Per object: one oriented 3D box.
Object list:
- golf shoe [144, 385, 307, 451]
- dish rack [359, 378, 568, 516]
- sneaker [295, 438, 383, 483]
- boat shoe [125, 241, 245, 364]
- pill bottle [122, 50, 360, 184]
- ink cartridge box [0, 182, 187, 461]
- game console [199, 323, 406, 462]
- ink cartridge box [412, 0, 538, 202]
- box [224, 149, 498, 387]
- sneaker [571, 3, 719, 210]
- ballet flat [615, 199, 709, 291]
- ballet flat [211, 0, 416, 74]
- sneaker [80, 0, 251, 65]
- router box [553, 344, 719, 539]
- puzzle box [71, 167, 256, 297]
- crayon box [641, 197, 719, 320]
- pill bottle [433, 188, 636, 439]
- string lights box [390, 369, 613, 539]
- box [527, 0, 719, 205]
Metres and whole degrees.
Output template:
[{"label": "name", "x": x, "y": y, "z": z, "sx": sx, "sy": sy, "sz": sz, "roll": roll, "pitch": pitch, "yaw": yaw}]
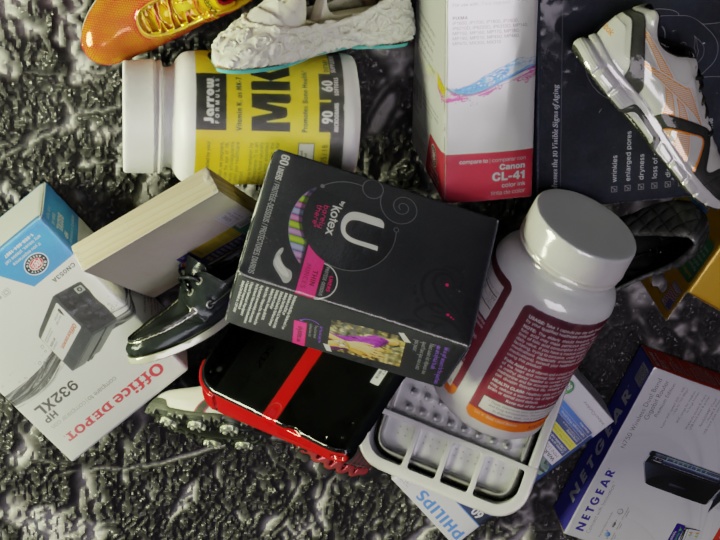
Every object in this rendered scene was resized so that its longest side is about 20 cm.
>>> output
[{"label": "golf shoe", "x": -0.093, "y": 0.114, "z": 1.601, "sx": 0.198, "sy": 0.089, "sz": 0.077, "roll": 1, "pitch": 158, "yaw": 12}, {"label": "dish rack", "x": 0.104, "y": 0.110, "z": 1.655, "sx": 0.170, "sy": 0.044, "sz": 0.202, "roll": 20, "pitch": 93, "yaw": 13}, {"label": "sneaker", "x": -0.041, "y": 0.124, "z": 1.672, "sx": 0.199, "sy": 0.071, "sz": 0.098, "roll": 33, "pitch": 108, "yaw": -19}, {"label": "boat shoe", "x": -0.125, "y": 0.010, "z": 1.547, "sx": 0.198, "sy": 0.074, "sz": 0.067, "roll": -29, "pitch": 109, "yaw": -8}, {"label": "pill bottle", "x": -0.104, "y": -0.130, "z": 1.522, "sx": 0.198, "sy": 0.115, "sz": 0.116, "roll": -1, "pitch": 115, "yaw": -9}, {"label": "ink cartridge box", "x": -0.271, "y": 0.048, "z": 1.596, "sx": 0.145, "sy": 0.084, "sz": 0.200, "roll": -38, "pitch": 114, "yaw": 9}, {"label": "game console", "x": -0.031, "y": 0.061, "z": 1.560, "sx": 0.201, "sy": 0.176, "sz": 0.031, "roll": -56, "pitch": 150, "yaw": -24}, {"label": "ink cartridge box", "x": 0.096, "y": -0.178, "z": 1.513, "sx": 0.085, "sy": 0.148, "sz": 0.202, "roll": -2, "pitch": 116, "yaw": -8}, {"label": "box", "x": 0.000, "y": 0.000, "z": 1.479, "sx": 0.198, "sy": 0.123, "sz": 0.106, "roll": 17, "pitch": 155, "yaw": -5}, {"label": "sneaker", "x": 0.261, "y": -0.133, "z": 1.465, "sx": 0.080, "sy": 0.074, "sz": 0.200, "roll": -39, "pitch": 115, "yaw": 9}, {"label": "ballet flat", "x": 0.215, "y": -0.007, "z": 1.568, "sx": 0.199, "sy": 0.057, "sz": 0.067, "roll": -29, "pitch": 99, "yaw": 27}, {"label": "ballet flat", "x": -0.041, "y": -0.214, "z": 1.499, "sx": 0.198, "sy": 0.072, "sz": 0.073, "roll": -14, "pitch": 119, "yaw": -31}, {"label": "sneaker", "x": -0.149, "y": -0.233, "z": 1.490, "sx": 0.199, "sy": 0.077, "sz": 0.073, "roll": -29, "pitch": 115, "yaw": 6}, {"label": "router box", "x": 0.315, "y": 0.195, "z": 1.770, "sx": 0.178, "sy": 0.049, "sz": 0.201, "roll": 19, "pitch": 110, "yaw": -16}, {"label": "puzzle box", "x": -0.157, "y": -0.029, "z": 1.529, "sx": 0.132, "sy": 0.200, "sz": 0.026, "roll": -30, "pitch": 79, "yaw": 5}, {"label": "crayon box", "x": 0.335, "y": -0.051, "z": 1.618, "sx": 0.051, "sy": 0.126, "sz": 0.201, "roll": 27, "pitch": 109, "yaw": -19}, {"label": "pill bottle", "x": 0.150, "y": 0.037, "z": 1.531, "sx": 0.113, "sy": 0.115, "sz": 0.201, "roll": 18, "pitch": 123, "yaw": -16}, {"label": "string lights box", "x": 0.133, "y": 0.161, "z": 1.721, "sx": 0.200, "sy": 0.059, "sz": 0.103, "roll": -40, "pitch": 111, "yaw": 9}, {"label": "box", "x": 0.234, "y": -0.171, "z": 1.549, "sx": 0.194, "sy": 0.124, "sz": 0.202, "roll": -5, "pitch": 116, "yaw": -8}]
